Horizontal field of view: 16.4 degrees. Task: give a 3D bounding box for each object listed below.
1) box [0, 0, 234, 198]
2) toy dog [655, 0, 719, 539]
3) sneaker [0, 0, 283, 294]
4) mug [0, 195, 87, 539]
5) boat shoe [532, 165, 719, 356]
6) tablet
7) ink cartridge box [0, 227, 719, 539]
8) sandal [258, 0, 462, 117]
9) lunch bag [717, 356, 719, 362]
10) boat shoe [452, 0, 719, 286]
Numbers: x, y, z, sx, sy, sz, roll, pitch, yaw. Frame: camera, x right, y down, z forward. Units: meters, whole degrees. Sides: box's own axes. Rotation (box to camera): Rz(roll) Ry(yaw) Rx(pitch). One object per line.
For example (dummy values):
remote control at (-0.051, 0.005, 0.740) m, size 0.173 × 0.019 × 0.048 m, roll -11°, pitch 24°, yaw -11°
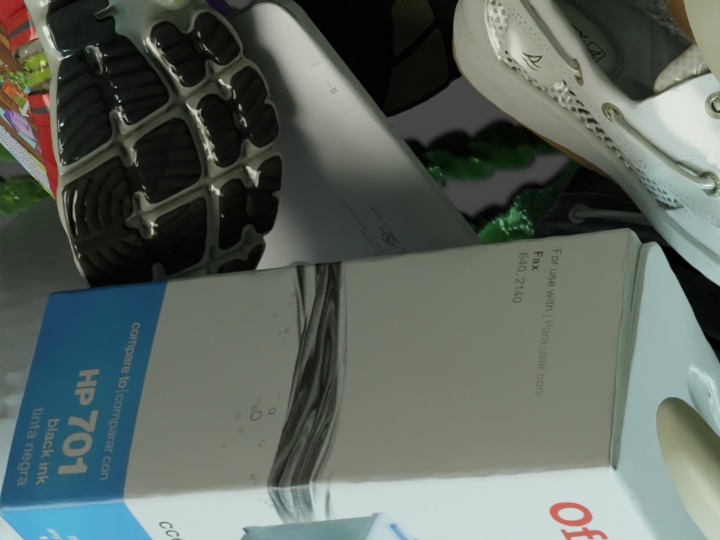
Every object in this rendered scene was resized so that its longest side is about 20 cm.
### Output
box at (-0.063, -0.040, 0.932) m, size 0.200 × 0.039 × 0.137 m, roll 47°, pitch 150°, yaw -3°
toy dog at (0.144, -0.023, 0.631) m, size 0.140 × 0.192 × 0.202 m, roll 122°, pitch 134°, yaw -73°
sneaker at (-0.082, -0.078, 0.803) m, size 0.085 × 0.076 × 0.202 m, roll -148°, pitch 41°, yaw -65°
mug at (-0.130, 0.091, 1.054) m, size 0.147 × 0.175 × 0.201 m, roll -8°, pitch 112°, yaw 31°
boat shoe at (0.144, 0.013, 0.775) m, size 0.199 × 0.068 × 0.072 m, roll 28°, pitch 147°, yaw 27°
tablet at (0.000, 0.000, 0.853) m, size 0.200 × 0.014 × 0.130 m, roll 52°, pitch 149°, yaw -14°
ink cartridge box at (0.011, 0.068, 0.779) m, size 0.198 × 0.086 × 0.147 m, roll -5°, pitch 143°, yaw 25°
sandal at (-0.014, -0.132, 0.801) m, size 0.202 × 0.079 × 0.058 m, roll 59°, pitch -171°, yaw -37°
lunch bag at (0.160, 0.138, 0.901) m, size 0.200 × 0.082 × 0.176 m, roll 39°, pitch 151°, yaw 9°
boat shoe at (0.108, -0.050, 0.738) m, size 0.199 × 0.071 × 0.070 m, roll 32°, pitch 150°, yaw 23°
